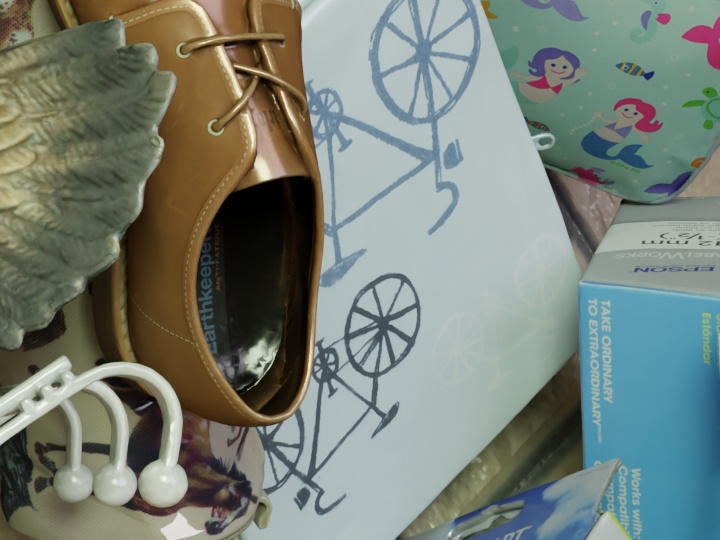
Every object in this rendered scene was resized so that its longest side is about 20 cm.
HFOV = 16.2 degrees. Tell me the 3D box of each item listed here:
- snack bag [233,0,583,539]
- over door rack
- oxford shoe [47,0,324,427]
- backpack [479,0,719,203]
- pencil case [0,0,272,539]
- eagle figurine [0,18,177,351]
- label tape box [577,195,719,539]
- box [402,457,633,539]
[{"bbox_3d":[0.000,0.000,0.865,0.189,0.021,0.200,-44,127,-28],"label":"snack bag"},{"bbox_3d":[-0.143,0.084,0.608,0.200,0.148,0.067,-23,92,-17],"label":"over door rack"},{"bbox_3d":[-0.036,-0.055,0.651,0.071,0.071,0.200,-17,111,-26],"label":"oxford shoe"},{"bbox_3d":[0.093,-0.135,0.938,0.177,0.200,0.151,22,46,-11],"label":"backpack"},{"bbox_3d":[-0.068,-0.016,0.731,0.089,0.078,0.200,-5,107,-11],"label":"pencil case"},{"bbox_3d":[-0.154,-0.041,0.658,0.152,0.200,0.151,7,74,-25],"label":"eagle figurine"},{"bbox_3d":[0.112,0.063,0.908,0.200,0.066,0.144,-44,133,-70],"label":"label tape box"},{"bbox_3d":[0.020,0.154,0.817,0.048,0.122,0.200,50,44,-14],"label":"box"}]
